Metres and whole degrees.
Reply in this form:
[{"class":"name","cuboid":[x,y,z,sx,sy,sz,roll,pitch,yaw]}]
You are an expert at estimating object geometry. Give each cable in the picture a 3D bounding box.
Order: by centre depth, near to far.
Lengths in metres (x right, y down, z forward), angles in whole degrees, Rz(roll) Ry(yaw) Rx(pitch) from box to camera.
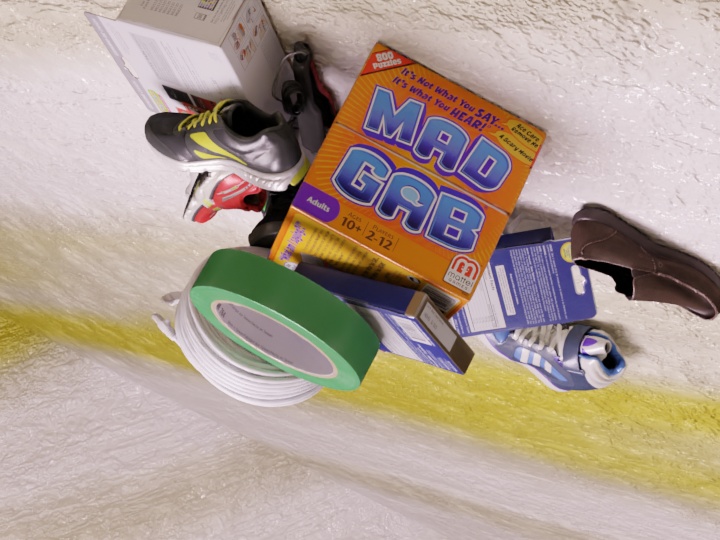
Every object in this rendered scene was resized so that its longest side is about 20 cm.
[{"class":"cable","cuboid":[-0.111,0.059,1.555,0.200,0.199,0.069,48,141,20]}]

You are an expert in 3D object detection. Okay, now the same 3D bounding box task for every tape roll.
[{"class":"tape roll","cuboid":[-0.078,0.052,1.393,0.199,0.048,0.201,26,161,10]}]

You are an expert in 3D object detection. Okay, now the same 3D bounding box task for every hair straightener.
[{"class":"hair straightener","cuboid":[-0.060,-0.178,1.480,0.041,0.077,0.200,24,161,13]}]

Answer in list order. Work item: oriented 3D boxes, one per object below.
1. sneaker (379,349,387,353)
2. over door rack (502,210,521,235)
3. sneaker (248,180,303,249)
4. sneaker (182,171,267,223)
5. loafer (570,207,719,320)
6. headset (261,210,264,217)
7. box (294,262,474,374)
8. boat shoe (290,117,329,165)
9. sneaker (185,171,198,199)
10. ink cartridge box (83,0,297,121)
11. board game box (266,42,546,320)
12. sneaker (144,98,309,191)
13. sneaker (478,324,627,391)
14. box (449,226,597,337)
[{"class":"sneaker","cuboid":[0.000,0.000,1.594,0.090,0.075,0.201,3,113,45]},{"class":"over door rack","cuboid":[0.091,-0.007,1.616,0.199,0.067,0.149,8,129,19]},{"class":"sneaker","cuboid":[-0.091,-0.074,1.646,0.076,0.115,0.199,1,177,5]},{"class":"sneaker","cuboid":[-0.154,-0.089,1.596,0.084,0.077,0.200,24,164,-10]},{"class":"loafer","cuboid":[0.310,0.008,1.489,0.199,0.071,0.073,28,161,-3]},{"class":"headset","cuboid":[-0.072,-0.035,1.847,0.123,0.094,0.200,10,144,42]},{"class":"box","cuboid":[0.008,0.045,1.399,0.199,0.033,0.121,13,156,37]},{"class":"boat shoe","cuboid":[-0.038,-0.127,1.601,0.199,0.067,0.074,19,160,22]},{"class":"sneaker","cuboid":[-0.195,-0.146,1.771,0.099,0.078,0.200,38,150,-12]},{"class":"ink cartridge box","cuboid":[-0.177,-0.235,1.473,0.175,0.084,0.200,18,159,21]},{"class":"board game box","cuboid":[0.042,-0.074,1.427,0.199,0.201,0.200,27,162,-3]},{"class":"sneaker","cuboid":[-0.145,-0.150,1.443,0.199,0.075,0.085,14,139,23]},{"class":"sneaker","cuboid":[0.256,0.086,1.772,0.200,0.081,0.146,38,150,-20]},{"class":"box","cuboid":[0.166,0.016,1.570,0.199,0.032,0.122,-8,125,14]}]
